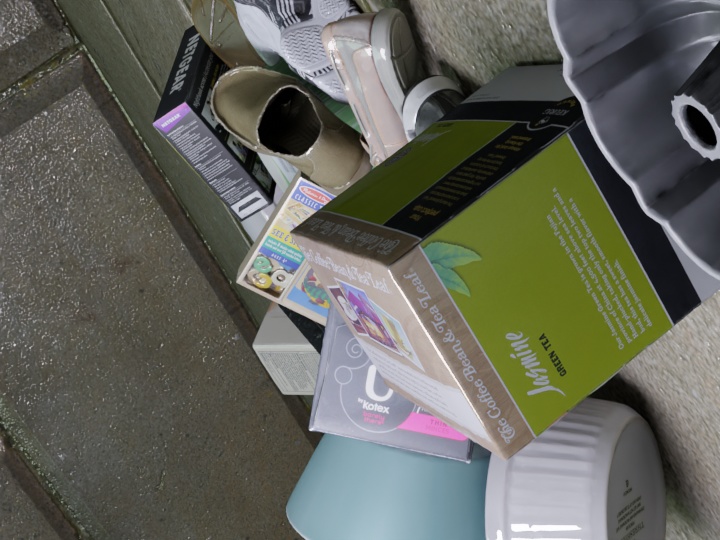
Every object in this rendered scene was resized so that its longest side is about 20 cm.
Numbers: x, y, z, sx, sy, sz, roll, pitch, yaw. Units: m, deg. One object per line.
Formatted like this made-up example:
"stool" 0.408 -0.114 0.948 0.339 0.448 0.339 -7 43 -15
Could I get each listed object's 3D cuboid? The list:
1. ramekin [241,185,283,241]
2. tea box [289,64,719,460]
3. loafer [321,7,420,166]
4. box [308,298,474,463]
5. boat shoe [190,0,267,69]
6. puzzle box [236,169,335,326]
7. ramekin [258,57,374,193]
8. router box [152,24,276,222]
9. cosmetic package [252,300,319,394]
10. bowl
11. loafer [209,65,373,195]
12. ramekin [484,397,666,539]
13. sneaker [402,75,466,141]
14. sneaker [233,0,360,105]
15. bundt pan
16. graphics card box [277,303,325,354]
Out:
"ramekin" -0.095 -0.083 1.593 0.203 0.094 0.203 52 168 16
"tea box" 0.088 -0.018 0.766 0.134 0.196 0.200 57 169 -16
"loafer" 0.022 -0.126 1.022 0.062 0.072 0.201 3 139 20
"box" 0.036 0.065 0.977 0.120 0.108 0.200 11 -174 4
"boat shoe" -0.104 -0.221 1.374 0.201 0.073 0.063 52 -146 -4
"puzzle box" 0.000 0.000 1.187 0.198 0.134 0.026 26 -150 -14
"ramekin" -0.035 -0.125 1.238 0.201 0.097 0.200 52 169 14
"router box" -0.146 -0.172 1.393 0.149 0.051 0.201 50 -154 -29
"cosmetic package" -0.017 0.091 1.553 0.197 0.088 0.104 -1 137 27
"bowl" 0.043 0.167 1.055 0.201 0.198 0.107 -149 67 -65
"loafer" -0.067 -0.134 1.095 0.199 0.077 0.067 31 175 39
"ramekin" 0.183 0.196 1.038 0.093 0.204 0.204 -4 131 30
"sneaker" 0.095 -0.050 0.979 0.091 0.066 0.201 47 165 57
"sneaker" -0.050 -0.212 1.127 0.200 0.075 0.115 49 175 16
"bundt pan" 0.170 -0.081 0.540 0.203 0.075 0.202 52 169 14
"graphics card box" 0.024 0.053 1.334 0.198 0.051 0.126 1 -145 -43
